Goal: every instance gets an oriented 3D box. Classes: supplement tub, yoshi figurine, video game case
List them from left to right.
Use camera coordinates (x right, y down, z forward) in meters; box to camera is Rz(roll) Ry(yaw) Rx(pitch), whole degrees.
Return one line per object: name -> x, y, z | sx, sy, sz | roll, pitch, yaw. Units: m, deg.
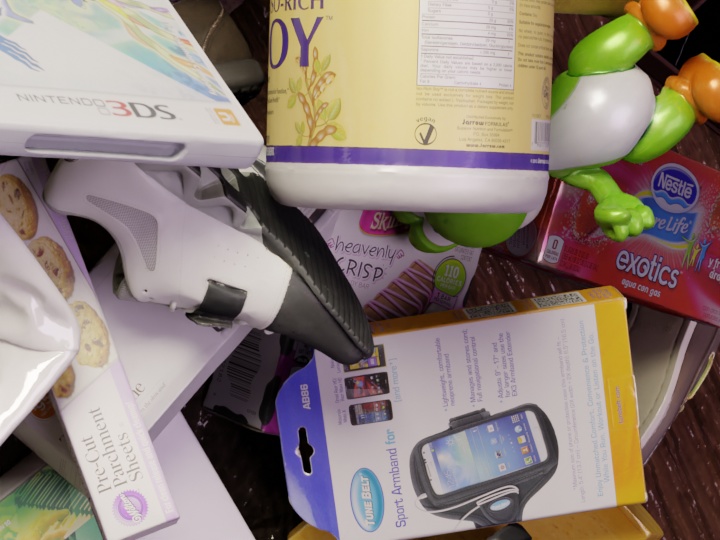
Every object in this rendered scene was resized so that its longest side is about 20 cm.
video game case -> -0.160, -0.124, 1.110 | 0.181, 0.200, 0.022 | 1, 133, -43
supplement tub -> 0.026, -0.131, 1.193 | 0.145, 0.145, 0.202 | 0, 93, -43
yoshi figurine -> 0.108, -0.070, 1.302 | 0.199, 0.113, 0.112 | -33, 148, 6

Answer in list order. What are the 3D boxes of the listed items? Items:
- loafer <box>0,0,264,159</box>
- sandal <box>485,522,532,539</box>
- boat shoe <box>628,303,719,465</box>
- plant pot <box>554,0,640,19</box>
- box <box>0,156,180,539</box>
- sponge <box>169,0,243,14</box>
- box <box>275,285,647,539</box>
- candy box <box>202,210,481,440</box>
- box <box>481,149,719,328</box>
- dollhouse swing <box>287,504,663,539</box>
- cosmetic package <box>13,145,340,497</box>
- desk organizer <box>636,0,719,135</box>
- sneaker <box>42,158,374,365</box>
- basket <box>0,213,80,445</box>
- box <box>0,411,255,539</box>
loafer -> -0.148, -0.104, 1.205 | 0.199, 0.073, 0.072 | -9, 77, -31
sandal -> 0.022, 0.218, 1.332 | 0.200, 0.045, 0.075 | -38, 167, 4
boat shoe -> 0.197, 0.064, 1.575 | 0.059, 0.072, 0.201 | 35, 74, -44
plant pot -> 0.106, -0.251, 1.326 | 0.193, 0.195, 0.201 | -2, 112, -43
box -> -0.144, 0.039, 1.195 | 0.041, 0.039, 0.201 | -19, 83, -11
sponge -> -0.095, -0.230, 1.244 | 0.111, 0.030, 0.201 | -40, 126, -28
box -> 0.054, 0.083, 1.320 | 0.198, 0.041, 0.120 | -8, 102, -2
candy box -> 0.000, 0.000, 1.377 | 0.136, 0.061, 0.202 | 13, 92, -44
box -> 0.150, -0.037, 1.479 | 0.199, 0.099, 0.096 | 17, 90, -44
dollhouse swing -> 0.063, 0.166, 1.450 | 0.200, 0.176, 0.182 | -42, 97, 8
cosmetic package -> -0.104, 0.020, 1.259 | 0.200, 0.082, 0.051 | -50, 173, -18
desk organizer -> 0.257, -0.132, 1.569 | 0.200, 0.077, 0.072 | 30, 81, -43
sneaker -> -0.078, -0.007, 1.207 | 0.088, 0.074, 0.200 | -40, 118, 16
basket -> -0.248, 0.002, 1.101 | 0.136, 0.123, 0.200 | -50, 129, -20
box -> -0.121, 0.177, 1.298 | 0.144, 0.036, 0.201 | -39, 109, -29
